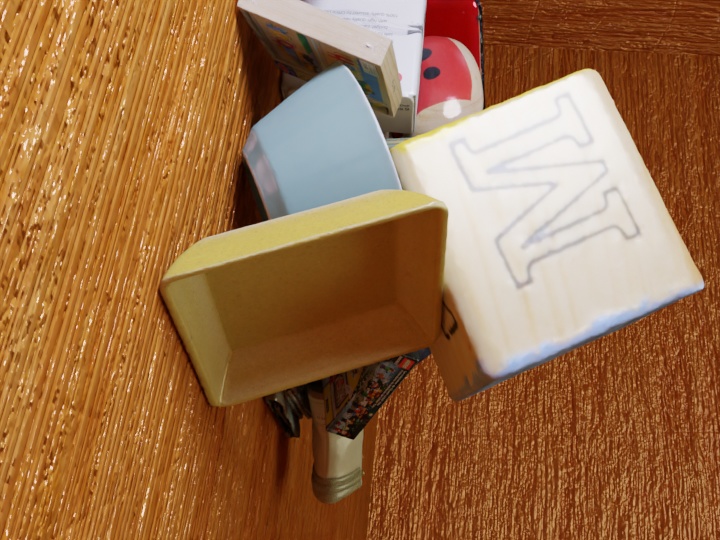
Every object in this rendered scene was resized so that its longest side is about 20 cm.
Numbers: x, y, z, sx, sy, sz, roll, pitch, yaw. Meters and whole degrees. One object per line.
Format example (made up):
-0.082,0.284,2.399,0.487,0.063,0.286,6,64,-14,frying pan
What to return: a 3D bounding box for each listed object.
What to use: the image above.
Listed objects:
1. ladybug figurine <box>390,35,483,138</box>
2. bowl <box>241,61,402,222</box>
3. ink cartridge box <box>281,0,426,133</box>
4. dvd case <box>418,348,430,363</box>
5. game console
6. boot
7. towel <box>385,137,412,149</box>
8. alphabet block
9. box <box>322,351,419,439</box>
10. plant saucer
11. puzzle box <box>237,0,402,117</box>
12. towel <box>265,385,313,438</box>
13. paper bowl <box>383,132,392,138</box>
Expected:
0.077,-0.203,1.045,0.136,0.071,0.201,-45,-140,33,ladybug figurine
-0.035,-0.065,0.765,0.201,0.104,0.203,159,-90,-82,bowl
-0.003,-0.261,0.980,0.084,0.144,0.202,82,13,-70,ink cartridge box
0.068,0.058,1.228,0.022,0.145,0.201,39,-26,40,dvd case
0.111,-0.257,1.177,0.118,0.171,0.203,-26,118,-48,game console
-0.019,0.188,1.133,0.200,0.071,0.157,-42,133,-71,boot
0.002,-0.068,0.927,0.022,0.198,0.149,33,60,-62,towel
0.138,-0.021,0.778,0.195,0.194,0.202,111,-43,-76,alphabet block
0.003,0.069,1.008,0.137,0.037,0.201,-53,-153,32,box
-0.038,0.017,0.669,0.201,0.198,0.049,86,-14,-57,plant saucer
-0.030,-0.195,0.810,0.200,0.132,0.026,25,90,-84,puzzle box
-0.072,0.089,1.064,0.193,0.034,0.202,82,14,-67,towel
-0.003,-0.252,1.199,0.201,0.103,0.203,3,90,-85,paper bowl
